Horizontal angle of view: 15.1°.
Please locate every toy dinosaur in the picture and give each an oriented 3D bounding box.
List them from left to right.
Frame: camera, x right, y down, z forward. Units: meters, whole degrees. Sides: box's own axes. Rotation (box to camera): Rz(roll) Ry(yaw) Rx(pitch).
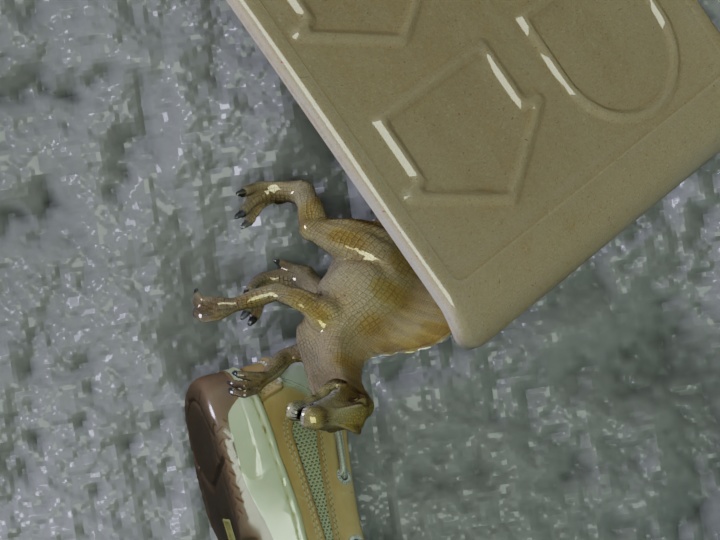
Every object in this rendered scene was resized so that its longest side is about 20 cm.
[{"bbox_3d":[0.000,0.000,1.072,0.101,0.200,0.058,10,138,22],"label":"toy dinosaur"}]

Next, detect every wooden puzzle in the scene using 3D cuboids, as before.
[{"bbox_3d":[0.041,-0.094,1.051,0.185,0.046,0.200,-37,99,-33],"label":"wooden puzzle"}]

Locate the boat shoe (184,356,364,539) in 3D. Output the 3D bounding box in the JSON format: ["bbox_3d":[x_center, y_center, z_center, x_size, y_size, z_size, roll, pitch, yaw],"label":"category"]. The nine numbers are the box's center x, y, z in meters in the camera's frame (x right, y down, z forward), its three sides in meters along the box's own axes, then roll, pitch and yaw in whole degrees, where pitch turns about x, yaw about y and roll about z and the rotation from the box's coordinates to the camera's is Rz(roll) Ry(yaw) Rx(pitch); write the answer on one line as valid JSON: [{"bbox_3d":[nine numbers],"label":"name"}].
[{"bbox_3d":[-0.009,0.131,1.086,0.076,0.072,0.201,-15,99,-18],"label":"boat shoe"}]
